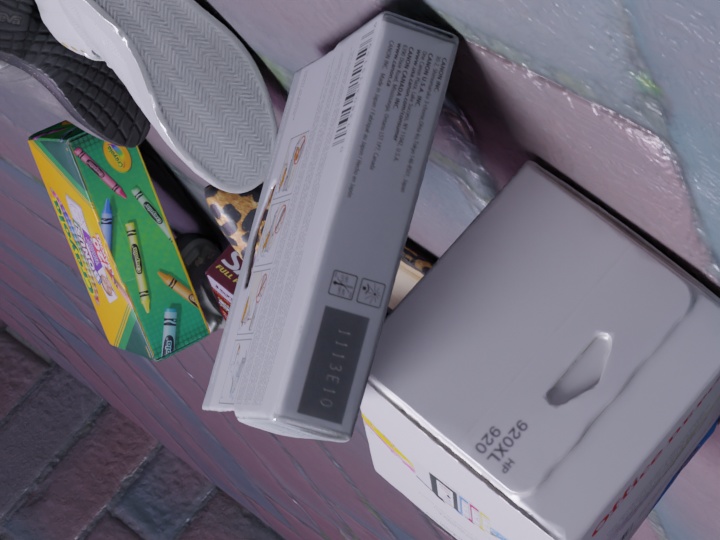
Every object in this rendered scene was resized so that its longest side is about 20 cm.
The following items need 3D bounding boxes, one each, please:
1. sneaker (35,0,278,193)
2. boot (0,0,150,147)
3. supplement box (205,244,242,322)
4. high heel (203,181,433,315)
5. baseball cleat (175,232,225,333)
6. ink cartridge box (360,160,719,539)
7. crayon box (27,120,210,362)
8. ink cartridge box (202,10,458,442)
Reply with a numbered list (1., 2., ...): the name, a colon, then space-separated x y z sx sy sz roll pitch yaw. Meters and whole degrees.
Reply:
1. sneaker: -0.131 -0.137 1.163 0.200 0.074 0.116 55 165 -16
2. boot: -0.236 -0.148 1.242 0.131 0.070 0.200 6 157 41
3. supplement box: -0.059 0.047 1.567 0.109 0.061 0.200 38 166 17
4. high heel: 0.000 0.000 1.193 0.200 0.072 0.143 29 180 -25
5. baseball cleat: -0.170 0.001 1.718 0.106 0.070 0.200 37 166 17
6. ink cartridge box: 0.098 0.069 0.988 0.145 0.147 0.200 38 166 16
7. crayon box: -0.205 -0.030 1.585 0.119 0.058 0.201 11 124 64
8. ink cartridge box: -0.020 -0.016 0.944 0.043 0.201 0.174 17 173 -13
